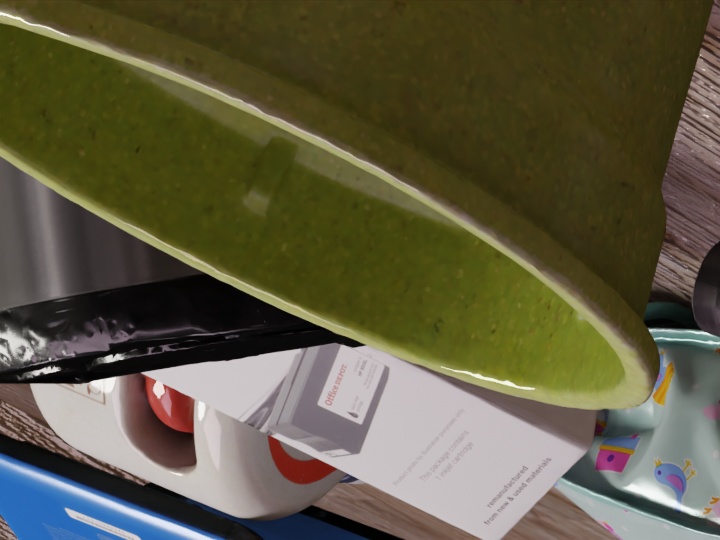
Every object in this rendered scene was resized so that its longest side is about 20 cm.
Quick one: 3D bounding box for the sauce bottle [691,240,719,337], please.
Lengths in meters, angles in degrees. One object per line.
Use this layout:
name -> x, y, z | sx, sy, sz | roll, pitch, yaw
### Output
sauce bottle -> 0.221, 0.029, 1.079 | 0.199, 0.065, 0.065 | 20, 168, 36

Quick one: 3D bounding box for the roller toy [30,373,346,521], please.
roller toy -> -0.067, 0.012, 1.320 | 0.139, 0.183, 0.200 | 20, 168, 25

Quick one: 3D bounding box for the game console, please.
game console -> -0.073, 0.119, 1.414 | 0.199, 0.119, 0.171 | 16, 148, 34

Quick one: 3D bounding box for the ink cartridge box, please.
ink cartridge box -> 0.000, 0.000, 1.166 | 0.199, 0.145, 0.084 | 27, 134, -13

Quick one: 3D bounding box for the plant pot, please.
plant pot -> 0.013, -0.094, 0.659 | 0.199, 0.185, 0.200 | 25, 170, 5

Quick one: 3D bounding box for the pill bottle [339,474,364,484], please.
pill bottle -> -0.031, 0.060, 1.574 | 0.199, 0.112, 0.111 | 11, 178, -32

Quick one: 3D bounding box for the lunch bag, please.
lunch bag -> 0.180, 0.099, 1.344 | 0.199, 0.123, 0.170 | 7, 160, 42

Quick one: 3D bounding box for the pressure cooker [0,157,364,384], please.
pressure cooker -> -0.059, -0.070, 0.923 | 0.178, 0.202, 0.176 | -6, 176, -26
